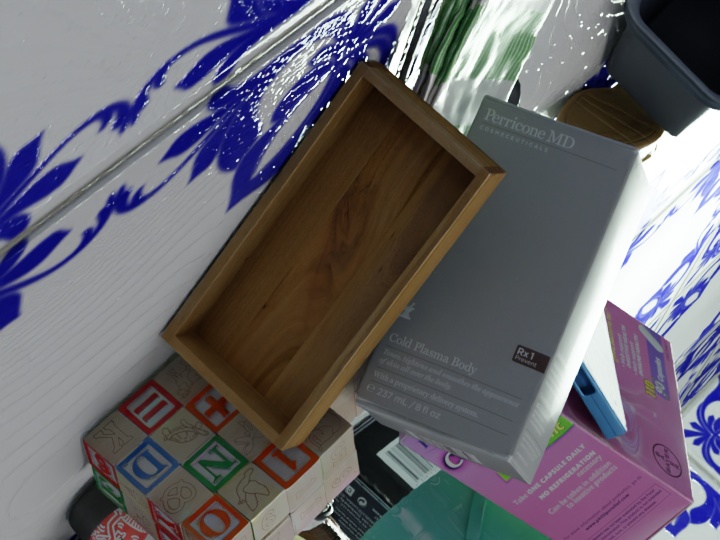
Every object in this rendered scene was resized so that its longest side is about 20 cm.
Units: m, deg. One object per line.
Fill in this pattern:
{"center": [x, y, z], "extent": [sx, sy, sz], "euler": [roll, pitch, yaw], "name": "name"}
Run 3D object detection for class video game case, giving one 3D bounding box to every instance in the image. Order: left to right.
{"center": [0.127, 0.002, 1.487], "extent": [0.018, 0.144, 0.200], "euler": [-20, 134, 16], "name": "video game case"}

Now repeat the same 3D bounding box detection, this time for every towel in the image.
{"center": [0.059, -0.090, 1.311], "extent": [0.152, 0.023, 0.202], "euler": [-13, 127, -66], "name": "towel"}

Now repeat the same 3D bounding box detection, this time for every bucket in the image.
{"center": [0.077, 0.240, 1.644], "extent": [0.207, 0.135, 0.208], "euler": [-37, 162, -14], "name": "bucket"}

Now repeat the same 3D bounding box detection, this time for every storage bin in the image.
{"center": [0.282, -0.188, 1.639], "extent": [0.200, 0.146, 0.134], "euler": [-44, 176, -18], "name": "storage bin"}

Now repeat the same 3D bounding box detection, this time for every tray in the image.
{"center": [-0.016, -0.008, 1.247], "extent": [0.201, 0.099, 0.037], "euler": [-53, 165, 15], "name": "tray"}

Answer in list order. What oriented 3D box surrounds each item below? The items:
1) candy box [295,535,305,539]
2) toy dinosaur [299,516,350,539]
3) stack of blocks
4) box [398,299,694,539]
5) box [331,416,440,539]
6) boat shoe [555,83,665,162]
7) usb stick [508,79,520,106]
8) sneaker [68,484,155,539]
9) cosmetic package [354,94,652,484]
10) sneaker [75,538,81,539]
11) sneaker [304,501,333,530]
{"center": [-0.087, 0.255, 1.528], "extent": [0.116, 0.055, 0.200], "euler": [-65, 170, 10], "name": "candy box"}
{"center": [-0.042, 0.230, 1.730], "extent": [0.086, 0.135, 0.201], "euler": [-40, 163, -29], "name": "toy dinosaur"}
{"center": [-0.053, 0.085, 1.325], "extent": [0.200, 0.115, 0.059], "euler": [-42, 152, -23], "name": "stack of blocks"}
{"center": [0.131, 0.086, 1.593], "extent": [0.097, 0.199, 0.177], "euler": [-44, -155, 29], "name": "box"}
{"center": [0.009, 0.223, 1.934], "extent": [0.148, 0.104, 0.201], "euler": [-33, 159, -49], "name": "box"}
{"center": [0.196, -0.101, 1.708], "extent": [0.200, 0.073, 0.070], "euler": [-30, 151, -55], "name": "boat shoe"}
{"center": [0.036, -0.068, 1.369], "extent": [0.200, 0.032, 0.056], "euler": [-38, 135, -41], "name": "usb stick"}
{"center": [-0.079, 0.151, 1.411], "extent": [0.201, 0.108, 0.067], "euler": [-30, 162, -35], "name": "sneaker"}
{"center": [0.087, 0.011, 1.300], "extent": [0.090, 0.106, 0.202], "euler": [45, 65, -70], "name": "cosmetic package"}
{"center": [-0.170, 0.230, 1.459], "extent": [0.200, 0.083, 0.122], "euler": [-25, 144, -61], "name": "sneaker"}
{"center": [-0.069, 0.161, 1.553], "extent": [0.092, 0.076, 0.200], "euler": [-42, 180, 13], "name": "sneaker"}
